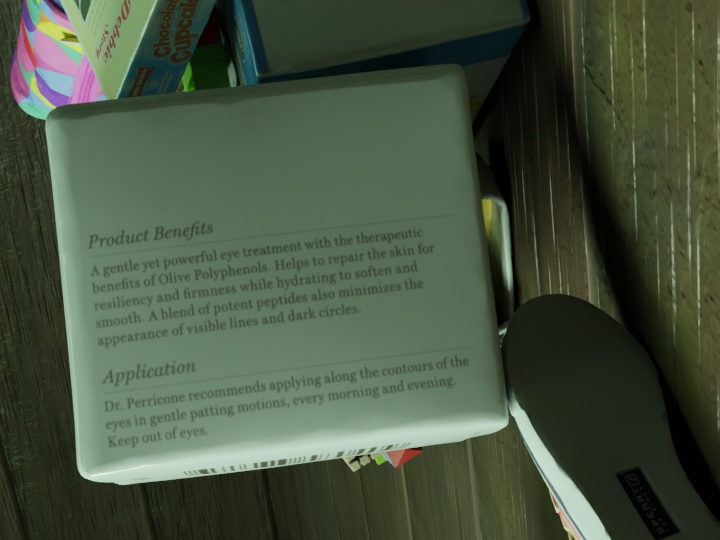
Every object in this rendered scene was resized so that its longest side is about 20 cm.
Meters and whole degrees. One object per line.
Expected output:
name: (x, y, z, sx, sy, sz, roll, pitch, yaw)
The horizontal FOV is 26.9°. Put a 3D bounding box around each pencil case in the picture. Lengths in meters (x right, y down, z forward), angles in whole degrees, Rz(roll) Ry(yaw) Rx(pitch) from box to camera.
pencil case: (-0.178, -0.154, 0.955, 0.200, 0.087, 0.090, 142, 115, -71)

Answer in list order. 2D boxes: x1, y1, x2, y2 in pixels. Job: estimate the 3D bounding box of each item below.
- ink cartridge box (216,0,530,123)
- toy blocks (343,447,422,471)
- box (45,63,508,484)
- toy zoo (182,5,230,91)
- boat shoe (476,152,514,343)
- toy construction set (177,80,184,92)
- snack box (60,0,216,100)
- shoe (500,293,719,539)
ink cartridge box: (-0.009, -0.153, 0.839, 0.200, 0.144, 0.149, 113, 143, -75)
toy blocks: (-0.020, 0.076, 1.152, 0.202, 0.099, 0.137, 61, 173, -9)
box: (-0.043, 0.011, 0.761, 0.200, 0.196, 0.174, 117, 146, -81)
toy zoo: (-0.099, -0.171, 0.847, 0.131, 0.020, 0.203, -172, 72, -82)
boat shoe: (0.066, 0.032, 0.906, 0.086, 0.074, 0.204, -122, 30, -54)
toy construction set: (-0.087, -0.137, 1.036, 0.199, 0.130, 0.093, -12, 51, 58)
snack box: (-0.099, -0.189, 0.740, 0.117, 0.037, 0.201, 61, 139, 28)
shoe: (0.113, 0.111, 0.683, 0.092, 0.071, 0.201, 96, 155, -49)
